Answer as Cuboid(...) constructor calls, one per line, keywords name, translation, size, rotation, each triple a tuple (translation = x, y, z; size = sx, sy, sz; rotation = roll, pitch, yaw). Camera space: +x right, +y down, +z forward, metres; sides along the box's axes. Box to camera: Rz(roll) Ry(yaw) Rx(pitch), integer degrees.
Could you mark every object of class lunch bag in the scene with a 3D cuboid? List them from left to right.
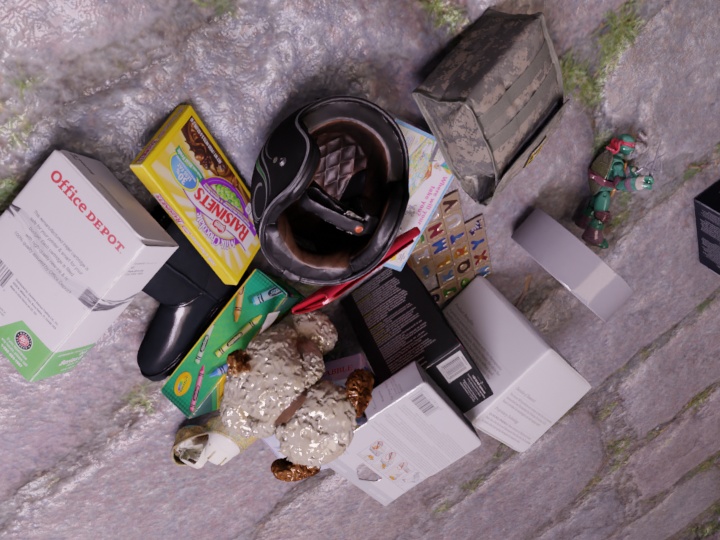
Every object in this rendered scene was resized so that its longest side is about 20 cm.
Cuboid(name="lunch bag", translation=(0.184, -0.201, 0.842), size=(0.164, 0.117, 0.200), rotation=(-48, 133, -13))

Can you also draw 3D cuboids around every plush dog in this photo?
Cuboid(name="plush dog", translation=(-0.079, 0.160, 0.798), size=(0.200, 0.171, 0.160), rotation=(-50, 170, -3))

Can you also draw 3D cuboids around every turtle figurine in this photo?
Cuboid(name="turtle figurine", translation=(0.416, -0.144, 1.046), size=(0.150, 0.100, 0.201), rotation=(-41, 154, -57))

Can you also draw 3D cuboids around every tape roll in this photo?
Cuboid(name="tape roll", translation=(0.333, -0.010, 1.024), size=(0.066, 0.201, 0.200), rotation=(-48, 131, 12))

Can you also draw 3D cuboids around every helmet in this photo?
Cuboid(name="helmet", translation=(-0.036, -0.101, 0.767), size=(0.198, 0.192, 0.201), rotation=(2, 135, 1))

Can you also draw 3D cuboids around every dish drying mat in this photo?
Cuboid(name="dish drying mat", translation=(0.000, 0.000, 0.833), size=(0.200, 0.077, 0.018), rotation=(-36, 97, -42))

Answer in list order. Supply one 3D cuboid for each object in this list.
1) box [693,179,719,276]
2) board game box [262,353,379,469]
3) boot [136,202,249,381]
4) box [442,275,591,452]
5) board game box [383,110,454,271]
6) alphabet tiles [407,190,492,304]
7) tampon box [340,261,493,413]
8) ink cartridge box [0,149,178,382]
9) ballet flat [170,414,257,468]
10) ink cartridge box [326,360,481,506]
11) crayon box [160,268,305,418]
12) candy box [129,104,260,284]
Cuboid(name="box", translation=(0.750, -0.091, 1.258), size=(0.148, 0.104, 0.200), rotation=(-37, 132, -1))
Cuboid(name="board game box", translation=(-0.052, 0.218, 0.950), size=(0.198, 0.041, 0.200), rotation=(-15, 130, 15))
Cuboid(name="boot", translation=(-0.256, 0.029, 0.812), size=(0.200, 0.076, 0.168), rotation=(-47, 135, -1))
Cuboid(name="box", translation=(0.237, 0.158, 1.092), size=(0.171, 0.199, 0.200), rotation=(-46, 134, 9))
Cuboid(name="board game box", translation=(0.047, -0.105, 0.905), size=(0.134, 0.034, 0.201), rotation=(16, 112, -34))
Cuboid(name="alphabet tiles", translation=(0.129, -0.027, 1.030), size=(0.166, 0.008, 0.201), rotation=(-27, 132, -8))
Cuboid(name="tampon box", translation=(0.082, 0.114, 0.970), size=(0.126, 0.201, 0.150), rotation=(-33, 133, 5))
Cuboid(name="ink cartridge box", translation=(-0.320, -0.006, 0.700), size=(0.200, 0.146, 0.084), rotation=(-46, 173, 8))
Cuboid(name="ballet flat", translation=(-0.214, 0.253, 0.938), size=(0.070, 0.071, 0.199), rotation=(23, 147, -38))
Cuboid(name="ink cartridge box", translation=(0.054, 0.231, 0.888), size=(0.173, 0.044, 0.200), rotation=(-34, 132, 7))
Cuboid(name="crayon box", translation=(-0.165, 0.096, 0.865), size=(0.200, 0.058, 0.119), rotation=(-52, 171, 0))
Cuboid(name="candy box", translation=(-0.181, -0.085, 0.771), size=(0.103, 0.026, 0.201), rotation=(-61, 140, -29))
